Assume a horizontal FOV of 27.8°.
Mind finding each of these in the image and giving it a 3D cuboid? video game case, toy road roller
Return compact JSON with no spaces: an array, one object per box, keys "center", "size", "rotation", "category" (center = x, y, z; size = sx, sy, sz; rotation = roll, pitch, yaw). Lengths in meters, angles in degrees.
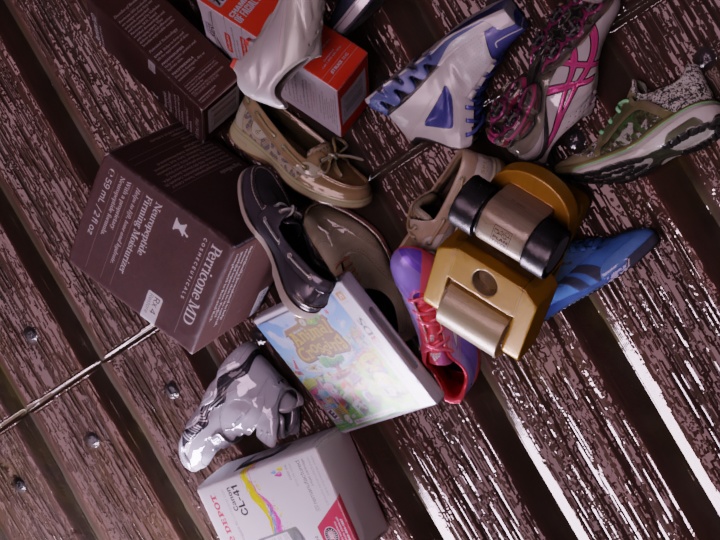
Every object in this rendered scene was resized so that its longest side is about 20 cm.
[{"center":[-0.017,0.100,1.697],"size":[0.183,0.022,0.199],"rotation":[52,144,-10],"category":"video game case"},{"center":[0.165,-0.022,1.532],"size":[0.122,0.146,0.201],"rotation":[32,133,18],"category":"toy road roller"}]

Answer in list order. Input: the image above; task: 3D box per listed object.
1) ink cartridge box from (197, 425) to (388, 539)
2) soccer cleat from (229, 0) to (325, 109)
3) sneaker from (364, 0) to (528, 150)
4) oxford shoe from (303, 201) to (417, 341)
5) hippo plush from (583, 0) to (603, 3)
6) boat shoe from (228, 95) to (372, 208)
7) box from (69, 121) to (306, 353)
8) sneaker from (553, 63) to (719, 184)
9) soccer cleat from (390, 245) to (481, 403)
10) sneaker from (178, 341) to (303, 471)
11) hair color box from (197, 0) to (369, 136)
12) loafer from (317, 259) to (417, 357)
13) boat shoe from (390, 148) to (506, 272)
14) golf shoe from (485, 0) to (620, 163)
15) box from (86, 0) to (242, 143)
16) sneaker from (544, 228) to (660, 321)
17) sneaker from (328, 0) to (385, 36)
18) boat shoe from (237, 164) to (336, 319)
[{"center":[-0.085,0.297,1.823],"size":[0.199,0.085,0.149],"rotation":[-23,94,30],"category":"ink cartridge box"},{"center":[-0.062,-0.267,1.541],"size":[0.077,0.069,0.201],"rotation":[32,99,10],"category":"soccer cleat"},{"center":[0.113,-0.199,1.579],"size":[0.199,0.081,0.116],"rotation":[-33,101,27],"category":"sneaker"},{"center":[0.000,0.000,1.693],"size":[0.200,0.074,0.071],"rotation":[46,120,8],"category":"oxford shoe"},{"center":[0.247,-0.383,1.432],"size":[0.160,0.159,0.201],"rotation":[-28,104,3],"category":"hippo plush"},{"center":[-0.067,-0.139,1.687],"size":[0.199,0.073,0.063],"rotation":[31,120,17],"category":"boat shoe"},{"center":[-0.206,-0.045,1.730],"size":[0.199,0.164,0.167],"rotation":[35,122,15],"category":"box"},{"center":[0.288,-0.151,1.512],"size":[0.199,0.077,0.090],"rotation":[-23,68,31],"category":"sneaker"},{"center":[0.084,0.060,1.625],"size":[0.066,0.077,0.201],"rotation":[-7,130,25],"category":"soccer cleat"},{"center":[-0.149,0.198,1.830],"size":[0.115,0.075,0.201],"rotation":[37,115,16],"category":"sneaker"},{"center":[-0.085,-0.248,1.638],"size":[0.199,0.111,0.064],"rotation":[34,73,14],"category":"hair color box"},{"center":[-0.024,0.063,1.730],"size":[0.200,0.072,0.063],"rotation":[41,125,9],"category":"loafer"},{"center":[0.082,-0.060,1.615],"size":[0.064,0.073,0.200],"rotation":[20,132,-25],"category":"boat shoe"},{"center":[0.216,-0.207,1.529],"size":[0.092,0.073,0.201],"rotation":[24,108,-30],"category":"golf shoe"},{"center":[-0.229,-0.255,1.712],"size":[0.200,0.075,0.100],"rotation":[46,164,10],"category":"box"},{"center":[0.228,-0.006,1.577],"size":[0.199,0.066,0.079],"rotation":[-32,86,31],"category":"sneaker"},{"center":[-0.010,-0.368,1.578],"size":[0.146,0.077,0.203],"rotation":[38,112,3],"category":"sneaker"},{"center":[-0.077,-0.045,1.627],"size":[0.063,0.072,0.201],"rotation":[-45,57,37],"category":"boat shoe"}]
